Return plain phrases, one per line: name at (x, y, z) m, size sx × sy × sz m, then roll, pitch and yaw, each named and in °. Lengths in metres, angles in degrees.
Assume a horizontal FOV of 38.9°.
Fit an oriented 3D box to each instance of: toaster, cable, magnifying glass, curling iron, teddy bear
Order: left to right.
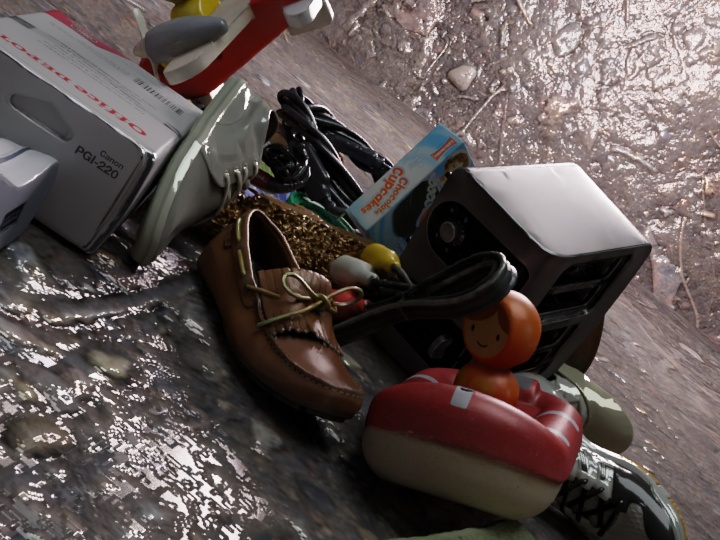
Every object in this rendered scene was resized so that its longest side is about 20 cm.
curling iron at (-0.119, -0.103, 0.855) m, size 0.199 × 0.026 × 0.050 m, roll 21°, pitch 43°, yaw 34°
teddy bear at (-0.075, -0.026, 0.839) m, size 0.199 × 0.067 × 0.145 m, roll 23°, pitch 9°, yaw -24°
cable at (-0.013, -0.115, 1.043) m, size 0.163 × 0.051 × 0.200 m, roll 11°, pitch 40°, yaw -50°
magnifying glass at (0.000, 0.000, 0.955) m, size 0.200 × 0.022 × 0.080 m, roll 46°, pitch 22°, yaw 16°
cable at (0.019, 0.015, 0.697) m, size 0.050 × 0.097 × 0.200 m, roll 54°, pitch -23°, yaw -13°
toaster at (0.128, 0.007, 0.872) m, size 0.199 × 0.181 × 0.119 m, roll -7°, pitch 49°, yaw -45°

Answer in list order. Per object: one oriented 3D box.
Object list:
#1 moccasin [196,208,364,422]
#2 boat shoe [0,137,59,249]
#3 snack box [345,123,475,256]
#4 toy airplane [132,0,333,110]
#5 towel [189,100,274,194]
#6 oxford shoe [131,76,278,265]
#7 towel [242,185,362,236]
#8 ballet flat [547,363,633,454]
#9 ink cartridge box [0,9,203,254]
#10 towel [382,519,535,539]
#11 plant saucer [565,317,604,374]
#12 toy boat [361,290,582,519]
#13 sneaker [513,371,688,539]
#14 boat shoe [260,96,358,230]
moccasin at (-0.047, 0.025, 0.681) m, size 0.073 × 0.078 × 0.202 m, roll 27°, pitch 17°, yaw -33°
boat shoe at (-0.216, -0.039, 0.524) m, size 0.065 × 0.074 × 0.200 m, roll 30°, pitch 5°, yaw -7°
snack box at (0.071, -0.038, 0.960) m, size 0.037 × 0.116 × 0.200 m, roll 44°, pitch -4°, yaw 34°
toy airplane at (-0.121, -0.229, 0.896) m, size 0.141 × 0.199 × 0.200 m, roll 45°, pitch -10°, yaw -17°
towel at (-0.155, -0.134, 0.996) m, size 0.143 × 0.023 × 0.200 m, roll 16°, pitch 20°, yaw -21°
oxford shoe at (-0.107, -0.072, 0.740) m, size 0.058 × 0.075 × 0.200 m, roll 33°, pitch 41°, yaw -8°
towel at (-0.048, -0.046, 1.022) m, size 0.200 × 0.024 × 0.145 m, roll 32°, pitch 16°, yaw -19°
ballet flat at (0.165, 0.109, 0.967) m, size 0.200 × 0.070 × 0.069 m, roll 39°, pitch 13°, yaw 29°
ink cartridge box at (-0.203, -0.106, 0.717) m, size 0.145 × 0.085 × 0.200 m, roll 34°, pitch 12°, yaw -9°
towel at (0.080, 0.193, 0.533) m, size 0.148 × 0.037 × 0.200 m, roll 46°, pitch 17°, yaw 30°
plant saucer at (0.175, 0.023, 1.042) m, size 0.036 × 0.201 × 0.201 m, roll -2°, pitch 31°, yaw -24°
toy boat at (0.083, 0.077, 0.665) m, size 0.130 × 0.131 × 0.200 m, roll 13°, pitch 7°, yaw 16°
sneaker at (0.154, 0.161, 0.779) m, size 0.087 × 0.076 × 0.200 m, roll -4°, pitch 37°, yaw -45°
boat shoe at (-0.049, -0.119, 1.119) m, size 0.200 × 0.072 × 0.072 m, roll 36°, pitch -8°, yaw 10°
